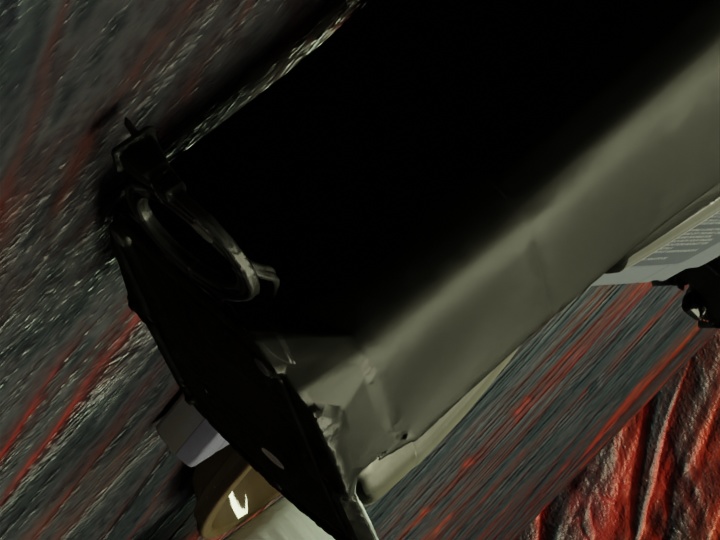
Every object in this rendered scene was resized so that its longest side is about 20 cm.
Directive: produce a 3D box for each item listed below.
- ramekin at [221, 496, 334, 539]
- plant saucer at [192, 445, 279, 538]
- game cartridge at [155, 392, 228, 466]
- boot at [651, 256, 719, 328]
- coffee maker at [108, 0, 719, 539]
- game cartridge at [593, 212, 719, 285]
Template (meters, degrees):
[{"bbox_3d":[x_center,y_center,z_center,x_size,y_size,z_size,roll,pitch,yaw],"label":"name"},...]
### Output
[{"bbox_3d":[-0.079,0.208,1.605,0.200,0.098,0.200,-35,177,-2],"label":"ramekin"},{"bbox_3d":[-0.015,0.058,1.505,0.200,0.029,0.200,-43,172,-8],"label":"plant saucer"},{"bbox_3d":[0.000,0.000,1.295,0.200,0.038,0.130,-50,173,34],"label":"game cartridge"},{"bbox_3d":[0.219,-0.040,1.657,0.073,0.162,0.198,-40,170,-32],"label":"boot"},{"bbox_3d":[0.031,-0.030,0.962,0.200,0.135,0.192,-42,170,-15],"label":"coffee maker"},{"bbox_3d":[0.147,-0.034,1.437,0.133,0.041,0.200,-26,167,32],"label":"game cartridge"}]
